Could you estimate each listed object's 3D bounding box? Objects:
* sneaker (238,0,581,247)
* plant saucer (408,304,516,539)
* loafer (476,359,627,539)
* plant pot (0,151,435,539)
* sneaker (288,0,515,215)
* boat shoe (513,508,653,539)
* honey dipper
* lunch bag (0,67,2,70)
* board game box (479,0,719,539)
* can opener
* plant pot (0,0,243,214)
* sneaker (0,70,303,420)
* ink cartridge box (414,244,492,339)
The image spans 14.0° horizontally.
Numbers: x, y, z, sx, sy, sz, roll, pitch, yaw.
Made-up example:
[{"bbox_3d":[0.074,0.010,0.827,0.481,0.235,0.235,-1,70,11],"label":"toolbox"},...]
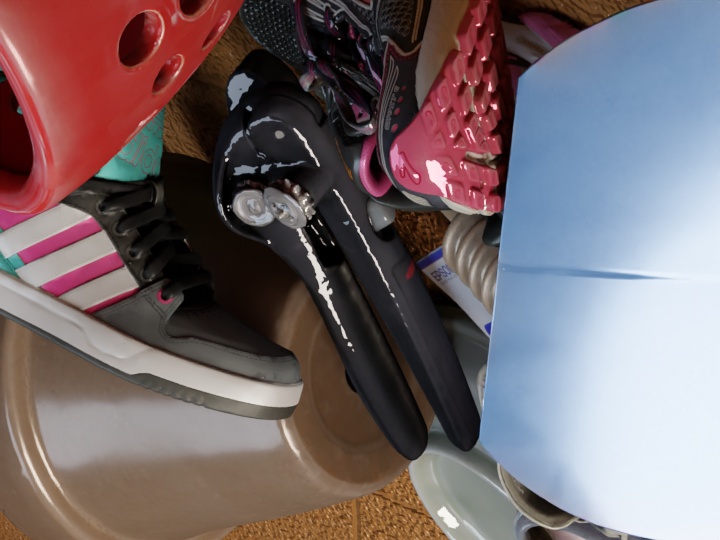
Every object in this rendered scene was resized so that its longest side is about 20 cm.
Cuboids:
[{"bbox_3d":[0.014,-0.071,1.131,0.199,0.086,0.081,25,150,43],"label":"sneaker"},{"bbox_3d":[0.076,0.106,1.386,0.200,0.050,0.201,39,158,19],"label":"plant saucer"},{"bbox_3d":[0.079,0.061,1.104,0.070,0.069,0.200,66,166,-8],"label":"loafer"},{"bbox_3d":[-0.059,0.044,1.358,0.174,0.201,0.201,2,134,42],"label":"plant pot"},{"bbox_3d":[0.013,-0.076,0.999,0.200,0.074,0.081,-96,-4,-63],"label":"sneaker"},{"bbox_3d":[0.136,0.156,1.300,0.074,0.065,0.202,-26,115,31],"label":"boat shoe"},{"bbox_3d":[0.021,-0.044,1.179,0.200,0.038,0.038,49,167,44],"label":"honey dipper"},{"bbox_3d":[-0.234,-0.146,1.424,0.200,0.127,0.170,48,163,27],"label":"lunch bag"},{"bbox_3d":[0.121,-0.006,0.974,0.039,0.157,0.201,-97,10,-64],"label":"board game box"},{"bbox_3d":[0.000,0.000,1.243,0.063,0.079,0.201,-12,119,37],"label":"can opener"},{"bbox_3d":[-0.121,-0.153,1.101,0.200,0.182,0.201,38,158,19],"label":"plant pot"},{"bbox_3d":[-0.096,-0.027,1.240,0.199,0.121,0.084,26,-170,7],"label":"sneaker"},{"bbox_3d":[0.116,0.048,1.223,0.200,0.039,0.099,47,158,-6],"label":"ink cartridge box"}]
